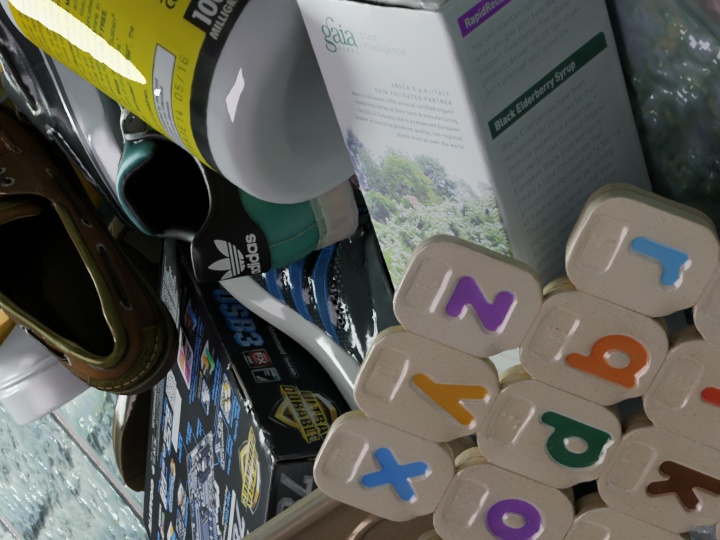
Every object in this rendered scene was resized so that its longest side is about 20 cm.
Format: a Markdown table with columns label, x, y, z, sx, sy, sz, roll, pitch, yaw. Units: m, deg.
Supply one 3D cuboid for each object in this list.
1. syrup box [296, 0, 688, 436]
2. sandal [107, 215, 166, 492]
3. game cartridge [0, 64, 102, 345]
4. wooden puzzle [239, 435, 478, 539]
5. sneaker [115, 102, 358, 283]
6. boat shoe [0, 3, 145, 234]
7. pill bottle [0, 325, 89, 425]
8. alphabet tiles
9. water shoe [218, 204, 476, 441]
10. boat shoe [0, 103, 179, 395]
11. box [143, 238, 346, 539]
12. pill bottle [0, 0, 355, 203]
| label | x | y | z | sx | sy | sz | roll | pitch | yaw |
| --- | --- | --- | --- | --- | --- | --- | --- | --- | --- |
| syrup box | 0.054 | -0.033 | 0.730 | 0.078 | 0.081 | 0.201 | 15 | 133 | 46 |
| sandal | -0.108 | 0.035 | 1.050 | 0.055 | 0.081 | 0.201 | 51 | 156 | 44 |
| game cartridge | -0.232 | -0.049 | 1.018 | 0.176 | 0.032 | 0.201 | 37 | 106 | -1 |
| wooden puzzle | 0.007 | 0.147 | 0.840 | 0.200 | 0.185 | 0.046 | 42 | -159 | -40 |
| sneaker | -0.082 | -0.066 | 0.864 | 0.200 | 0.079 | 0.072 | 47 | 154 | 44 |
| boat shoe | -0.147 | -0.102 | 0.949 | 0.056 | 0.069 | 0.201 | -27 | 92 | 25 |
| pill bottle | -0.211 | -0.020 | 1.098 | 0.201 | 0.112 | 0.112 | 58 | 151 | -8 |
| alphabet tiles | 0.090 | 0.065 | 0.715 | 0.194 | 0.015 | 0.201 | 20 | 120 | -7 |
| water shoe | 0.000 | 0.000 | 0.879 | 0.200 | 0.071 | 0.079 | 43 | 117 | 31 |
| boat shoe | -0.164 | -0.025 | 0.938 | 0.200 | 0.072 | 0.068 | 42 | -178 | 14 |
| box | -0.059 | 0.107 | 0.950 | 0.199 | 0.049 | 0.201 | -122 | 33 | -52 |
| pill bottle | -0.076 | -0.120 | 0.793 | 0.199 | 0.112 | 0.113 | 34 | 146 | 30 |
